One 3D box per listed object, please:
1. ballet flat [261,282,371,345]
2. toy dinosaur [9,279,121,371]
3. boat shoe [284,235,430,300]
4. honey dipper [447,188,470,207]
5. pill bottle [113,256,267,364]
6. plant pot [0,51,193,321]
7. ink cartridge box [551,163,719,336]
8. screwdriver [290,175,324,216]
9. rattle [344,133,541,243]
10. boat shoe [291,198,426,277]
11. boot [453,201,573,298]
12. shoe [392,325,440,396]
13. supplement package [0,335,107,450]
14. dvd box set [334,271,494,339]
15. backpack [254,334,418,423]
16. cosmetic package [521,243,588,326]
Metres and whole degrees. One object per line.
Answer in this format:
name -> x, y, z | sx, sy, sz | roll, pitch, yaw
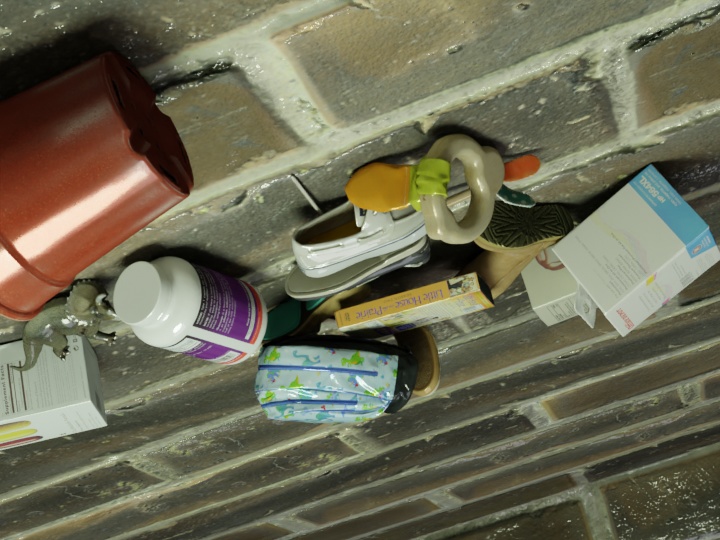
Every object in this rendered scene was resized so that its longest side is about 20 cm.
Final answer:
ballet flat -> -0.063, 0.062, 1.672 | 0.063, 0.069, 0.199 | 32, 133, -29
toy dinosaur -> -0.375, 0.065, 1.525 | 0.199, 0.078, 0.102 | -18, 145, 20
boat shoe -> 0.000, 0.000, 1.569 | 0.199, 0.073, 0.063 | -23, 141, 6
honey dipper -> 0.078, -0.071, 1.498 | 0.199, 0.038, 0.038 | -23, 156, 1
pill bottle -> -0.213, 0.049, 1.510 | 0.112, 0.113, 0.200 | -26, 153, 25
plant pot -> -0.271, -0.088, 1.098 | 0.194, 0.202, 0.201 | -28, 154, 10
ink cartridge box -> 0.362, -0.016, 1.619 | 0.200, 0.126, 0.128 | -40, 152, 7
screwdriver -> -0.044, -0.068, 1.464 | 0.029, 0.028, 0.200 | 10, 160, 18
rattle -> 0.105, -0.098, 1.435 | 0.142, 0.131, 0.199 | -22, -175, 42
boat shoe -> 0.009, -0.062, 1.445 | 0.199, 0.071, 0.070 | -22, 142, -1
boot -> 0.179, -0.016, 1.659 | 0.174, 0.067, 0.200 | 0, 153, -30
shoe -> 0.085, 0.113, 1.729 | 0.070, 0.201, 0.053 | -43, 122, 17
supplement package -> -0.458, 0.167, 1.628 | 0.198, 0.110, 0.114 | -13, 156, -4
dvd box set -> 0.077, 0.052, 1.641 | 0.198, 0.030, 0.146 | -16, 167, 12
backpack -> -0.044, 0.146, 1.634 | 0.199, 0.155, 0.163 | 20, 174, -16
cosmetic package -> 0.342, -0.003, 1.755 | 0.199, 0.088, 0.103 | -22, 157, 13
